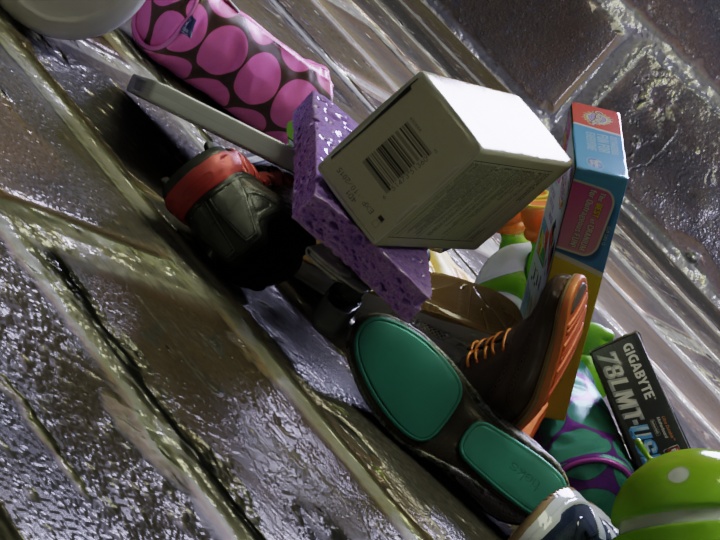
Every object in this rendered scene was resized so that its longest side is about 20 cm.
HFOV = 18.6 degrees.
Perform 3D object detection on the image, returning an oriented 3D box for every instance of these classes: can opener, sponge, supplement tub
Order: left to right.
[{"bbox_3d":[-0.219,-0.265,1.747,0.140,0.140,0.200,41,12,-9],"label":"supplement tub"},{"bbox_3d":[0.000,0.000,1.599,0.053,0.067,0.200,37,16,9],"label":"can opener"},{"bbox_3d":[0.000,-0.050,1.554,0.111,0.030,0.200,41,18,-18],"label":"sponge"}]

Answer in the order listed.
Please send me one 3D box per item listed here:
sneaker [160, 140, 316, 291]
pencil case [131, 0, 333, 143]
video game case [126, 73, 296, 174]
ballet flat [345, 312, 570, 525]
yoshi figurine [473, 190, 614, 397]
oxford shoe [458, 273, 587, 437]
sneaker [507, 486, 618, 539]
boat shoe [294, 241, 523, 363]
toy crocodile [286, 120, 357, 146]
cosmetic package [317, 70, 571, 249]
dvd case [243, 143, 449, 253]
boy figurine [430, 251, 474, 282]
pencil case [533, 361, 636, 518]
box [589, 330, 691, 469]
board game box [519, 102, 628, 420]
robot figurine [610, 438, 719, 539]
[{"bbox_3d":[-0.070,-0.028,1.580,0.098,0.071,0.200,54,10,16],"label":"sneaker"},{"bbox_3d":[-0.108,-0.191,1.977,0.200,0.094,0.091,33,15,-44],"label":"pencil case"},{"bbox_3d":[-0.106,-0.110,1.690,0.142,0.018,0.200,26,2,-12],"label":"video game case"},{"bbox_3d":[0.061,0.111,1.567,0.200,0.072,0.072,43,11,-4],"label":"ballet flat"},{"bbox_3d":[0.164,0.036,1.838,0.111,0.202,0.112,4,12,22],"label":"yoshi figurine"},{"bbox_3d":[0.107,0.071,1.588,0.073,0.201,0.071,28,41,8],"label":"oxford shoe"},{"bbox_3d":[0.165,0.212,1.509,0.109,0.070,0.200,45,8,20],"label":"sneaker"},{"bbox_3d":[0.024,0.030,1.712,0.199,0.070,0.071,24,37,-3],"label":"boat shoe"},{"bbox_3d":[0.002,-0.083,1.745,0.067,0.062,0.200,3,21,-30],"label":"toy crocodile"},{"bbox_3d":[0.062,-0.073,1.531,0.071,0.105,0.200,53,16,14],"label":"cosmetic package"},{"bbox_3d":[0.001,-0.063,1.823,0.199,0.016,0.149,20,15,17],"label":"dvd case"},{"bbox_3d":[0.078,0.010,1.964,0.124,0.064,0.200,25,24,-49],"label":"boy figurine"},{"bbox_3d":[0.159,0.138,1.715,0.092,0.085,0.200,22,19,-17],"label":"pencil case"},{"bbox_3d":[0.249,0.180,1.715,0.199,0.049,0.201,64,4,-49],"label":"box"},{"bbox_3d":[0.159,-0.009,1.686,0.040,0.201,0.153,12,23,-1],"label":"board game box"},{"bbox_3d":[0.223,0.208,1.435,0.174,0.202,0.116,1,-17,-12],"label":"robot figurine"}]
